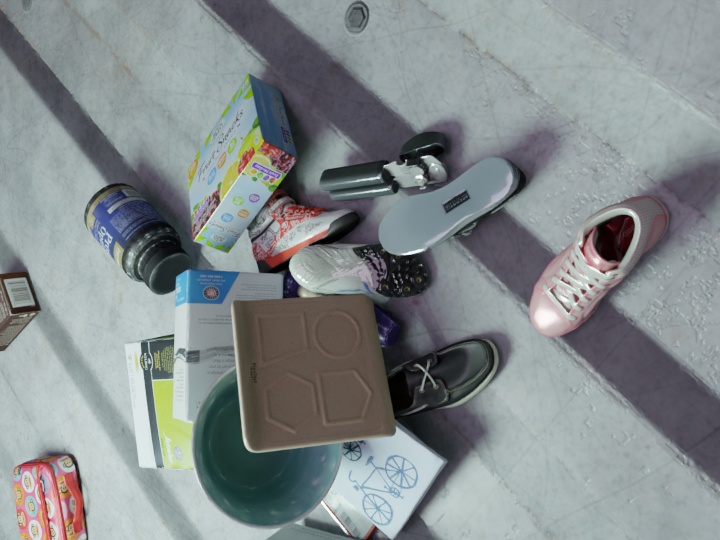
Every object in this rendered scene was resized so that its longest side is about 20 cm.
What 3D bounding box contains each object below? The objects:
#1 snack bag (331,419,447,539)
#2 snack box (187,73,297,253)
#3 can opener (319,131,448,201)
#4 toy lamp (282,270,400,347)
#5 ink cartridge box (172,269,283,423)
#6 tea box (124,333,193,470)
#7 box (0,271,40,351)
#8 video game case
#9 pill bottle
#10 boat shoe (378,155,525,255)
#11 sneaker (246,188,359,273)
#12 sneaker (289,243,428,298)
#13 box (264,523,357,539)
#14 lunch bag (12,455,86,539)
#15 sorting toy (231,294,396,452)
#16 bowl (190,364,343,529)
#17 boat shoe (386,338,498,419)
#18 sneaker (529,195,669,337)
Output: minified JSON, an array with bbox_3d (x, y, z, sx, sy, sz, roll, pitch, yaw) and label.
[{"bbox_3d":[0.002,0.250,0.951,0.198,0.021,0.191,35,128,14],"label":"snack bag"},{"bbox_3d":[-0.183,-0.159,1.053,0.200,0.067,0.171,-46,41,29],"label":"snack box"},{"bbox_3d":[0.033,-0.133,0.953,0.196,0.053,0.068,-8,55,35],"label":"can opener"},{"bbox_3d":[-0.030,0.054,1.002,0.197,0.058,0.060,25,108,32],"label":"toy lamp"},{"bbox_3d":[-0.189,0.108,1.006,0.083,0.142,0.206,-15,74,60],"label":"ink cartridge box"},{"bbox_3d":[-0.260,0.201,1.135,0.193,0.132,0.206,-8,89,37],"label":"tea box"},{"bbox_3d":[-0.794,0.095,1.557,0.199,0.074,0.102,-37,73,34],"label":"box"},{"bbox_3d":[0.001,0.280,1.020,0.143,0.017,0.203,43,117,26],"label":"video game case"},{"bbox_3d":[-0.380,-0.053,1.217,0.199,0.111,0.114,41,115,27],"label":"pill bottle"},{"bbox_3d":[0.113,-0.077,0.880,0.197,0.067,0.075,-34,71,26],"label":"boat shoe"},{"bbox_3d":[-0.095,-0.077,1.032,0.199,0.066,0.111,-27,81,37],"label":"sneaker"},{"bbox_3d":[0.000,0.000,0.969,0.194,0.072,0.074,6,87,17],"label":"sneaker"},{"bbox_3d":[-0.058,0.497,1.002,0.195,0.129,0.206,-1,99,36],"label":"box"},{"bbox_3d":[-0.642,0.494,1.476,0.173,0.081,0.206,-13,88,32],"label":"lunch bag"},{"bbox_3d":[-0.060,0.123,0.876,0.037,0.195,0.190,128,137,-56],"label":"sorting toy"},{"bbox_3d":[-0.129,0.218,0.909,0.105,0.196,0.207,-24,78,63],"label":"bowl"},{"bbox_3d":[0.087,0.145,0.911,0.197,0.067,0.074,-29,65,28],"label":"boat shoe"},{"bbox_3d":[0.243,-0.001,0.769,0.076,0.104,0.201,50,120,19],"label":"sneaker"}]
